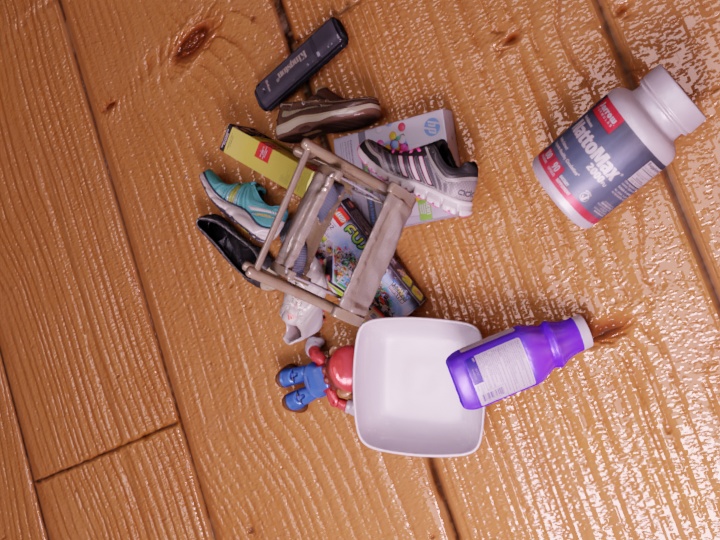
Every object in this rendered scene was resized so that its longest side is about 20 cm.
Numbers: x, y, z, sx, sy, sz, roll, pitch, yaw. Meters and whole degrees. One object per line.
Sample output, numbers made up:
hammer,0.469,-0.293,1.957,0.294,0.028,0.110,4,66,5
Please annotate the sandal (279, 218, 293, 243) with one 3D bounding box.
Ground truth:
sandal,-0.058,-0.037,1.305,0.198,0.048,0.077,24,105,28

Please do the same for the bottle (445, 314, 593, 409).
bottle,0.218,0.119,1.096,0.197,0.065,0.085,-23,100,1

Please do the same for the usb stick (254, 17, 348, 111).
usb stick,-0.100,-0.340,1.328,0.199,0.032,0.056,-34,76,28

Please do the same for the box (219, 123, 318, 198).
box,-0.139,-0.181,1.335,0.198,0.075,0.051,32,107,27

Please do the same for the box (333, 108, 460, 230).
box,0.058,-0.146,1.237,0.197,0.041,0.159,-9,88,30

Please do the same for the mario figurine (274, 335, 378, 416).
mario figurine,-0.042,0.174,1.304,0.198,0.107,0.124,-21,117,40

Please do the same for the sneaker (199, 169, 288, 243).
sneaker,-0.202,-0.121,1.388,0.199,0.078,0.080,37,83,26

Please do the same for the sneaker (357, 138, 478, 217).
sneaker,0.088,-0.156,1.155,0.198,0.073,0.089,30,106,22

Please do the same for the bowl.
bowl,0.090,0.168,1.190,0.196,0.075,0.204,1,93,13

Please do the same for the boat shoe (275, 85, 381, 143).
boat shoe,-0.058,-0.262,1.284,0.199,0.074,0.077,-6,83,31

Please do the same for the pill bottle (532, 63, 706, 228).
pill bottle,0.331,-0.161,1.027,0.200,0.119,0.121,-42,72,25

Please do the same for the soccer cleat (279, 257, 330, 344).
soccer cleat,-0.093,0.045,1.262,0.069,0.077,0.202,36,148,26

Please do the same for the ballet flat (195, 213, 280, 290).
ballet flat,-0.215,-0.028,1.395,0.199,0.056,0.067,38,111,24

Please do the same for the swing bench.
swing bench,-0.038,-0.048,1.130,0.197,0.130,0.202,24,89,-11

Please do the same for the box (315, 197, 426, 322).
box,0.000,0.000,1.249,0.110,0.035,0.201,-40,88,27
